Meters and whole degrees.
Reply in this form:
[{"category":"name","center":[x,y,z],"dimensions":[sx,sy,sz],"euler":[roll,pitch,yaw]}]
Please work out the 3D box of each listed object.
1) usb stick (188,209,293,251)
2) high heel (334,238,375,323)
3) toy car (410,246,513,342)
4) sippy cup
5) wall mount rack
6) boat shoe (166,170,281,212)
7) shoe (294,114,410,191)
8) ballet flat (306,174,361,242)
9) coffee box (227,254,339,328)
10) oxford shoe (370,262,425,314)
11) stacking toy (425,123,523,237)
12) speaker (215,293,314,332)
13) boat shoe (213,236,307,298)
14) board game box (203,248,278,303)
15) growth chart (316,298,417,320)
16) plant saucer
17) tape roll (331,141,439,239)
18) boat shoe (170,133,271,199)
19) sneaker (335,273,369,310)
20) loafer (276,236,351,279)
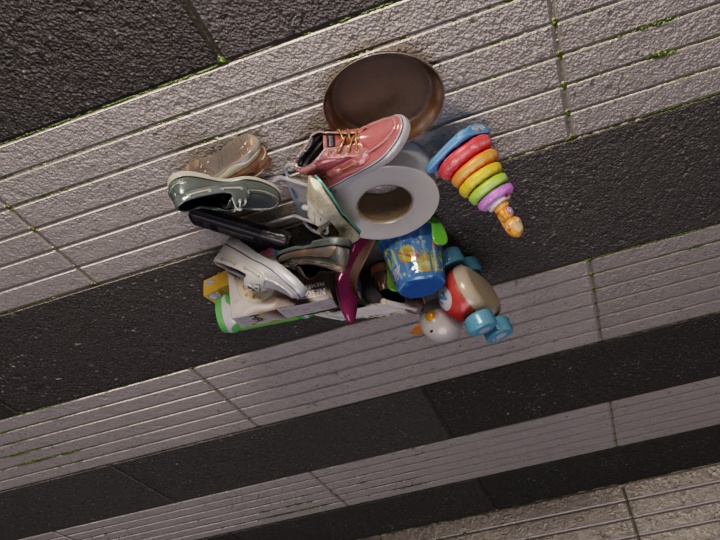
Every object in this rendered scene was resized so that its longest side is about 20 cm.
[{"category":"usb stick","center":[-0.221,-0.077,1.406],"dimensions":[0.199,0.033,0.056],"euler":[16,160,4]},{"category":"high heel","center":[0.000,0.000,1.471],"dimensions":[0.095,0.201,0.067],"euler":[-8,173,11]},{"category":"toy car","center":[0.180,0.088,1.585],"dimensions":[0.200,0.185,0.177],"euler":[-35,152,21]},{"category":"sippy cup","center":[0.108,-0.021,1.496],"dimensions":[0.139,0.131,0.178],"euler":[-14,152,4]},{"category":"wall mount rack","center":[-0.136,-0.115,1.398],"dimensions":[0.173,0.075,0.200],"euler":[18,150,23]},{"category":"boat shoe","center":[-0.222,-0.117,1.267],"dimensions":[0.199,0.062,0.073],"euler":[5,139,-31]},{"category":"shoe","center":[-0.017,-0.202,1.240],"dimensions":[0.200,0.072,0.091],"euler":[-30,144,35]},{"category":"ballet flat","center":[-0.055,-0.090,1.303],"dimensions":[0.062,0.068,0.200],"euler":[-40,146,0]},{"category":"coffee box","center":[-0.150,0.033,1.472],"dimensions":[0.199,0.115,0.080],"euler":[-11,160,6]},{"category":"oxford shoe","center":[0.084,0.060,1.667],"dimensions":[0.071,0.073,0.200],"euler":[-26,140,24]},{"category":"stacking toy","center":[0.217,-0.141,1.297],"dimensions":[0.116,0.201,0.110],"euler":[-18,161,-51]},{"category":"speaker","center":[-0.192,0.073,1.557],"dimensions":[0.199,0.089,0.089],"euler":[-12,144,5]},{"category":"boat shoe","center":[-0.188,0.012,1.407],"dimensions":[0.067,0.199,0.074],"euler":[-51,149,-15]},{"category":"board game box","center":[-0.208,0.033,1.607],"dimensions":[0.199,0.041,0.153],"euler":[-25,140,23]},{"category":"growth chart","center":[0.009,0.087,1.609],"dimensions":[0.199,0.018,0.145],"euler":[-10,165,27]},{"category":"plant saucer","center":[0.037,-0.281,1.229],"dimensions":[0.199,0.032,0.201],"euler":[-4,144,-3]},{"category":"tape roll","center":[0.040,-0.146,1.381],"dimensions":[0.201,0.071,0.203],"euler":[-5,145,-3]},{"category":"boat shoe","center":[-0.242,-0.160,1.311],"dimensions":[0.199,0.076,0.072],"euler":[-22,144,22]},{"category":"sneaker","center":[-0.023,0.034,1.612],"dimensions":[0.078,0.090,0.200],"euler":[-3,164,3]},{"category":"loafer","center":[-0.090,-0.013,1.351],"dimensions":[0.072,0.063,0.199],"euler":[8,166,-37]}]
